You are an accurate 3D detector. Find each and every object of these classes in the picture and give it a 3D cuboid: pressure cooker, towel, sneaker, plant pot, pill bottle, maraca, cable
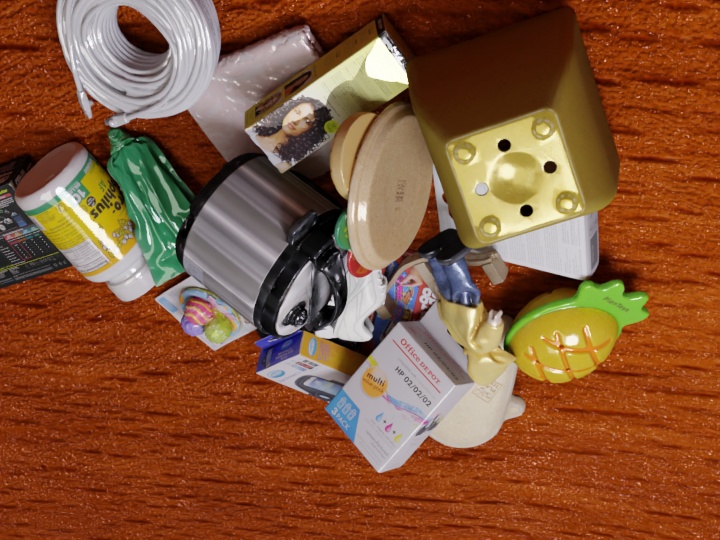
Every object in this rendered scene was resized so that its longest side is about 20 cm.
[{"bbox_3d":[-0.096,-0.018,1.644,0.199,0.176,0.180,37,106,18],"label":"pressure cooker"},{"bbox_3d":[-0.098,-0.187,1.661,0.198,0.032,0.192,-16,126,31],"label":"towel"},{"bbox_3d":[0.000,0.000,1.754,0.080,0.075,0.202,16,117,4],"label":"sneaker"},{"bbox_3d":[0.160,-0.131,1.453,0.192,0.200,0.197,-17,111,13],"label":"plant pot"},{"bbox_3d":[-0.342,-0.058,1.806,0.112,0.113,0.200,-19,123,32],"label":"pill bottle"},{"bbox_3d":[0.265,0.070,1.727,0.136,0.108,0.200,20,138,-34],"label":"maraca"},{"bbox_3d":[-0.251,-0.270,1.594,0.198,0.069,0.202,-3,121,24],"label":"cable"}]

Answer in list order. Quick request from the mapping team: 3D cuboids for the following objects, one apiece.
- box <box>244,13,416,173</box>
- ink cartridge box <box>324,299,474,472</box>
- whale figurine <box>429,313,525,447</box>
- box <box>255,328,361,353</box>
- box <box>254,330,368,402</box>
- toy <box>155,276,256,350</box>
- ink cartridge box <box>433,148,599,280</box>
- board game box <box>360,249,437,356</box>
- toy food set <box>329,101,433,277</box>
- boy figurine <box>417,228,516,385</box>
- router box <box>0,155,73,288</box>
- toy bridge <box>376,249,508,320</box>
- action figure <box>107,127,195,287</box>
[{"bbox_3d":[-0.032,-0.197,1.572,0.199,0.050,0.075,-34,120,16],"label":"box"},{"bbox_3d":[0.062,0.145,1.786,0.115,0.068,0.200,46,109,20],"label":"ink cartridge box"},{"bbox_3d":[0.154,0.138,1.855,0.158,0.104,0.201,31,110,-17],"label":"whale figurine"},{"bbox_3d":[-0.098,0.035,1.857,0.142,0.036,0.201,-6,132,32],"label":"box"},{"bbox_3d":[-0.047,0.137,1.891,0.199,0.042,0.119,22,153,-27],"label":"box"},{"bbox_3d":[-0.202,0.061,1.884,0.115,0.047,0.199,43,142,-14],"label":"toy"},{"bbox_3d":[0.186,-0.080,1.674,0.198,0.050,0.163,17,139,28],"label":"ink cartridge box"},{"bbox_3d":[0.065,0.054,1.843,0.102,0.020,0.201,15,135,3],"label":"board game box"},{"bbox_3d":[0.025,-0.093,1.593,0.048,0.200,0.200,13,115,25],"label":"toy food set"},{"bbox_3d":[0.137,0.053,1.690,0.124,0.064,0.201,19,138,58],"label":"boy figurine"},{"bbox_3d":[-0.486,-0.058,1.890,0.198,0.062,0.150,-15,127,30],"label":"router box"},{"bbox_3d":[0.091,0.006,1.753,0.199,0.027,0.067,-20,117,36],"label":"toy bridge"},{"bbox_3d":[-0.260,-0.095,1.768,0.117,0.055,0.201,-31,104,-3],"label":"action figure"}]
